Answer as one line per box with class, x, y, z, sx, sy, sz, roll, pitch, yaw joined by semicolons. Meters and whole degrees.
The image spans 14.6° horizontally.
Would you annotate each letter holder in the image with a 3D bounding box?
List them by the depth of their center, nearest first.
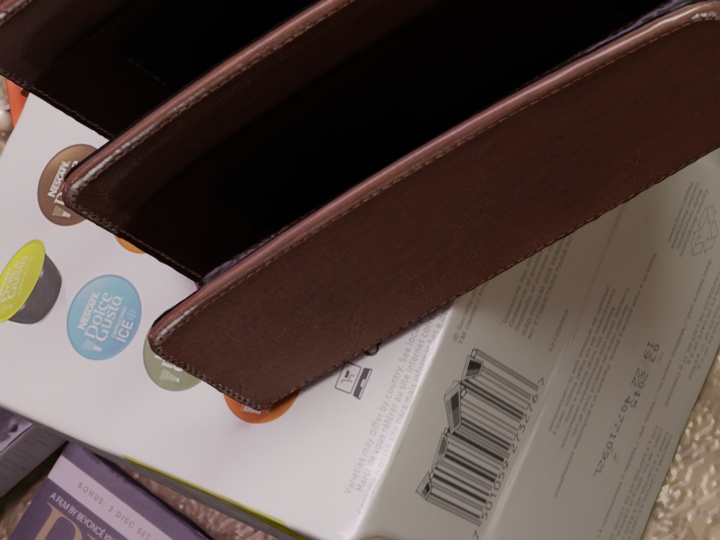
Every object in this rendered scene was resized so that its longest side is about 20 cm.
letter holder;0.004;-0.063;0.829;0.200;0.142;0.101;-30;63;14

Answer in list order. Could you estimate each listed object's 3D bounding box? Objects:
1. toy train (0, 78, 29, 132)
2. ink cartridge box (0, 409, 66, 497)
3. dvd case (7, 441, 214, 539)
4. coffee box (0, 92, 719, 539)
toy train;-0.112;-0.151;1.207;0.150;0.056;0.200;-16;67;23
ink cartridge box;-0.157;0.039;1.170;0.200;0.037;0.095;-40;64;2
dvd case;-0.118;0.188;1.125;0.149;0.016;0.200;33;91;33
coffee box;0.000;0.000;1.012;0.198;0.200;0.200;20;83;32
